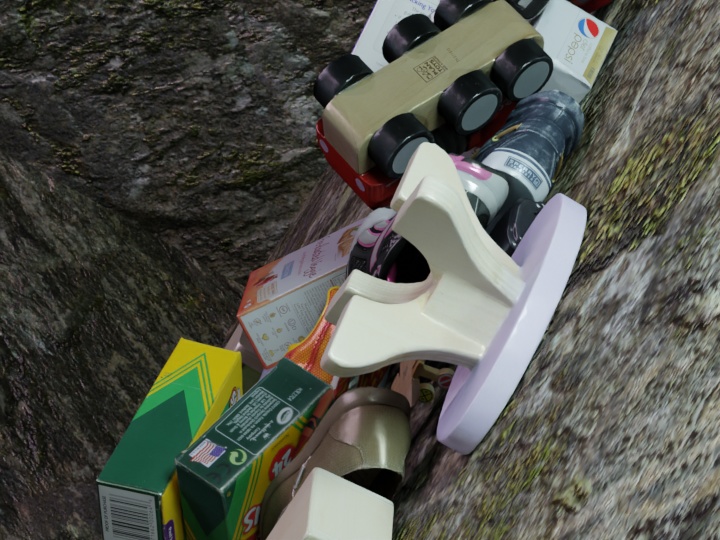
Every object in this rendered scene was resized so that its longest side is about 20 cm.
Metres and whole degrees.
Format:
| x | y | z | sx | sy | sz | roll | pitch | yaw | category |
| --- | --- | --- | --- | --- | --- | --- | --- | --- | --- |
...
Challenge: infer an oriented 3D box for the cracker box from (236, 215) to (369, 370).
| x | y | z | sx | sy | sz | roll | pitch | yaw | category |
| --- | --- | --- | --- | --- | --- | --- | --- | --- | --- |
| 0.000 | 0.000 | 1.747 | 0.200 | 0.058 | 0.134 | -25 | 13 | 8 | cracker box |

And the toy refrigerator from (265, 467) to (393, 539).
| x | y | z | sx | sy | sz | roll | pitch | yaw | category |
| --- | --- | --- | --- | --- | --- | --- | --- | --- | --- |
| -0.050 | 0.239 | 1.434 | 0.200 | 0.070 | 0.076 | -58 | 13 | 28 | toy refrigerator |

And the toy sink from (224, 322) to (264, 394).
| x | y | z | sx | sy | sz | roll | pitch | yaw | category |
| --- | --- | --- | --- | --- | --- | --- | --- | --- | --- |
| -0.074 | 0.116 | 1.951 | 0.200 | 0.130 | 0.112 | -58 | 6 | 18 | toy sink |

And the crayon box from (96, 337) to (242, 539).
| x | y | z | sx | sy | sz | roll | pitch | yaw | category |
| --- | --- | --- | --- | --- | --- | --- | --- | --- | --- |
| -0.143 | 0.185 | 1.633 | 0.173 | 0.058 | 0.200 | -64 | -20 | -50 | crayon box |

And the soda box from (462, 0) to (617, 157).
| x | y | z | sx | sy | sz | roll | pitch | yaw | category |
| --- | --- | --- | --- | --- | --- | --- | --- | --- | --- |
| 0.134 | -0.140 | 1.719 | 0.068 | 0.064 | 0.200 | -63 | 6 | -33 | soda box |

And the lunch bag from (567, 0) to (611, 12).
| x | y | z | sx | sy | sz | roll | pitch | yaw | category |
| --- | --- | --- | --- | --- | --- | --- | --- | --- | --- |
| 0.218 | -0.321 | 1.791 | 0.200 | 0.082 | 0.176 | -61 | 5 | -4 | lunch bag |

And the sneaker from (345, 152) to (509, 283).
| x | y | z | sx | sy | sz | roll | pitch | yaw | category |
| --- | --- | --- | --- | --- | --- | --- | --- | --- | --- |
| 0.032 | -0.006 | 1.533 | 0.086 | 0.080 | 0.200 | -63 | 3 | -36 | sneaker |

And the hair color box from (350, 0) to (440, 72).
| x | y | z | sx | sy | sz | roll | pitch | yaw | category |
| --- | --- | --- | --- | --- | --- | --- | --- | --- | --- |
| 0.076 | -0.235 | 1.784 | 0.200 | 0.109 | 0.065 | -63 | 3 | 12 | hair color box |

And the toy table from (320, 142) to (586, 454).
| x | y | z | sx | sy | sz | roll | pitch | yaw | category |
| --- | --- | --- | --- | --- | --- | --- | --- | --- | --- |
| 0.058 | 0.011 | 1.367 | 0.184 | 0.117 | 0.200 | -55 | 9 | 45 | toy table |

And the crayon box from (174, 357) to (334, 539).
| x | y | z | sx | sy | sz | roll | pitch | yaw | category |
| --- | --- | --- | --- | --- | --- | --- | --- | --- | --- |
| -0.073 | 0.178 | 1.587 | 0.127 | 0.051 | 0.200 | -43 | -31 | -30 | crayon box |

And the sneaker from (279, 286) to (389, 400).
| x | y | z | sx | sy | sz | roll | pitch | yaw | category |
| --- | --- | --- | --- | --- | --- | --- | --- | --- | --- |
| -0.041 | 0.106 | 1.678 | 0.077 | 0.073 | 0.200 | 40 | 101 | 41 | sneaker |

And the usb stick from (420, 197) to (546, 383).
| x | y | z | sx | sy | sz | roll | pitch | yaw | category |
| --- | --- | --- | --- | --- | --- | --- | --- | --- | --- |
| 0.083 | 0.018 | 1.539 | 0.200 | 0.033 | 0.056 | -54 | 15 | 48 | usb stick |

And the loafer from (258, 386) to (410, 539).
| x | y | z | sx | sy | sz | roll | pitch | yaw | category |
| --- | --- | --- | --- | --- | --- | --- | --- | --- | --- |
| -0.021 | 0.165 | 1.480 | 0.068 | 0.076 | 0.200 | -94 | 21 | -46 | loafer |

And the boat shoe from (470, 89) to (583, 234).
| x | y | z | sx | sy | sz | roll | pitch | yaw | category |
| --- | --- | --- | --- | --- | --- | --- | --- | --- | --- |
| 0.109 | -0.063 | 1.589 | 0.091 | 0.071 | 0.200 | -54 | 4 | -27 | boat shoe |

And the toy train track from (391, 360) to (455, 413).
| x | y | z | sx | sy | sz | roll | pitch | yaw | category |
| --- | --- | --- | --- | --- | --- | --- | --- | --- | --- |
| 0.031 | 0.113 | 1.548 | 0.115 | 0.032 | 0.200 | -87 | 20 | -58 | toy train track |

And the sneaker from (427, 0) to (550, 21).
| x | y | z | sx | sy | sz | roll | pitch | yaw | category |
| --- | --- | --- | --- | --- | --- | --- | --- | --- | --- |
| 0.112 | -0.227 | 1.704 | 0.200 | 0.075 | 0.116 | -38 | 19 | 49 | sneaker |

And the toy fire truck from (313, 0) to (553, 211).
| x | y | z | sx | sy | sz | roll | pitch | yaw | category |
| --- | --- | --- | --- | --- | --- | --- | --- | --- | --- |
| 0.049 | -0.112 | 1.633 | 0.176 | 0.129 | 0.200 | -33 | -29 | -17 | toy fire truck |

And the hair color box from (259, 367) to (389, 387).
| x | y | z | sx | sy | sz | roll | pitch | yaw | category |
| --- | --- | --- | --- | --- | --- | --- | --- | --- | --- |
| -0.038 | 0.110 | 1.803 | 0.061 | 0.099 | 0.200 | -57 | 6 | 29 | hair color box |
